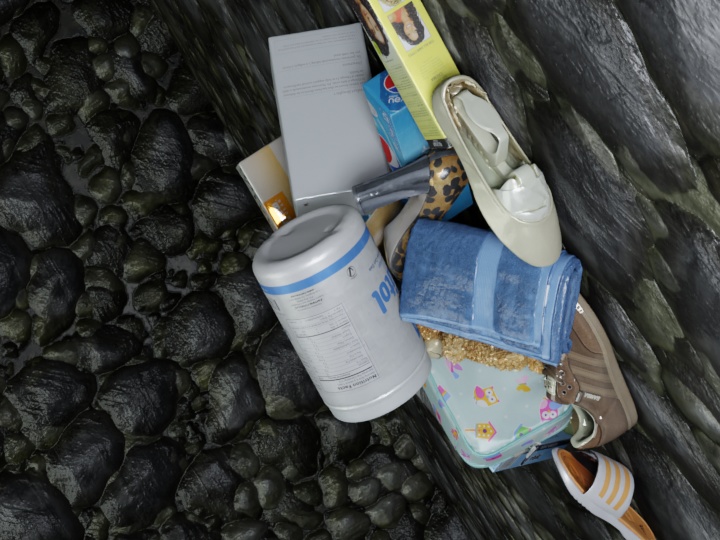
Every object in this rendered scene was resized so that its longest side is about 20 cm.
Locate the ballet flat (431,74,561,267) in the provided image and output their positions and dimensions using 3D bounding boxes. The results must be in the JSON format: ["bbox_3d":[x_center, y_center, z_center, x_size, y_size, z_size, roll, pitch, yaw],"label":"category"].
[{"bbox_3d":[0.130,-0.097,1.174,0.202,0.069,0.070,57,172,8],"label":"ballet flat"}]

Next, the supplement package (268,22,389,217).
[{"bbox_3d":[-0.037,-0.170,1.499,0.117,0.115,0.203,99,162,-78],"label":"supplement package"}]

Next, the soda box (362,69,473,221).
[{"bbox_3d":[0.066,-0.136,1.392,0.064,0.067,0.201,51,169,39],"label":"soda box"}]

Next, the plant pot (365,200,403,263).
[{"bbox_3d":[0.000,0.000,1.503,0.027,0.201,0.200,33,168,8],"label":"plant pot"}]

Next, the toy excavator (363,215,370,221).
[{"bbox_3d":[-0.005,-0.038,1.724,0.196,0.198,0.100,56,173,16],"label":"toy excavator"}]

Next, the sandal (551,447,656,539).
[{"bbox_3d":[0.302,0.259,1.495,0.206,0.059,0.080,40,-161,-30],"label":"sandal"}]

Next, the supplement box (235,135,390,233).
[{"bbox_3d":[-0.045,-0.132,1.617,0.127,0.199,0.073,57,172,-4],"label":"supplement box"}]

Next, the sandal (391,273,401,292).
[{"bbox_3d":[0.068,0.027,1.532,0.074,0.048,0.201,22,145,-4],"label":"sandal"}]

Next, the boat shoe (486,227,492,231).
[{"bbox_3d":[0.150,-0.001,1.392,0.075,0.064,0.202,59,172,-9],"label":"boat shoe"}]

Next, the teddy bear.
[{"bbox_3d":[0.140,0.080,1.404,0.145,0.196,0.068,-59,-24,-70],"label":"teddy bear"}]

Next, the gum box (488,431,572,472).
[{"bbox_3d":[0.164,0.163,1.640,0.169,0.045,0.201,1,-136,-54],"label":"gum box"}]

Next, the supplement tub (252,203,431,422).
[{"bbox_3d":[-0.019,0.044,1.354,0.202,0.131,0.132,62,171,-23],"label":"supplement tub"}]

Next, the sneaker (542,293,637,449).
[{"bbox_3d":[0.218,0.098,1.297,0.202,0.075,0.070,61,172,-19],"label":"sneaker"}]

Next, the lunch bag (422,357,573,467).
[{"bbox_3d":[0.159,0.126,1.500,0.202,0.159,0.077,61,169,23],"label":"lunch bag"}]

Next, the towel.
[{"bbox_3d":[0.126,0.017,1.272,0.198,0.048,0.114,16,106,39],"label":"towel"}]

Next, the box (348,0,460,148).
[{"bbox_3d":[0.049,-0.219,1.249,0.202,0.050,0.075,59,172,-9],"label":"box"}]

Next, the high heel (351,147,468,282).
[{"bbox_3d":[0.089,-0.051,1.382,0.201,0.141,0.072,56,-163,-50],"label":"high heel"}]

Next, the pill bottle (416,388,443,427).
[{"bbox_3d":[0.160,0.188,1.872,0.200,0.115,0.117,48,168,48],"label":"pill bottle"}]

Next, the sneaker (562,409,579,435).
[{"bbox_3d":[0.192,0.140,1.574,0.201,0.089,0.067,54,171,28],"label":"sneaker"}]
